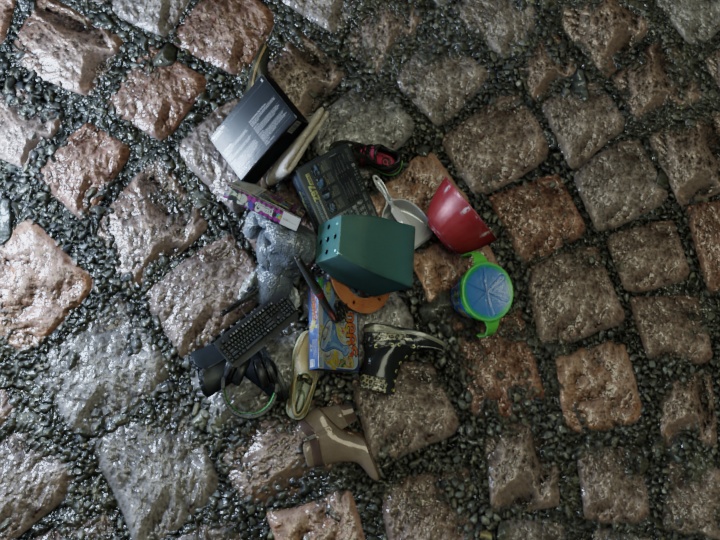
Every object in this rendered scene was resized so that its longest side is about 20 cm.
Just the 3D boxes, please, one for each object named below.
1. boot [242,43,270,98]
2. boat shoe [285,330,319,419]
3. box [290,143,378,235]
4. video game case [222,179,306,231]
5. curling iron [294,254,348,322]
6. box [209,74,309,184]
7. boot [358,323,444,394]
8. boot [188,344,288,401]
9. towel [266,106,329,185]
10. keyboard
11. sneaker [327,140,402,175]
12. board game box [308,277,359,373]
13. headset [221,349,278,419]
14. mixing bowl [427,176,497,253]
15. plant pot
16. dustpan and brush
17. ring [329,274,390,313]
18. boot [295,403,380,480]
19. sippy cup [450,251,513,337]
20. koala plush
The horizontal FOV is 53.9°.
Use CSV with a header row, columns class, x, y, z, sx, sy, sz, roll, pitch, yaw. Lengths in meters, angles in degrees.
class,x,y,z,sx,sy,sz,roll,pitch,yaw
boot,-0.218,-0.444,1.760,0.134,0.077,0.206,15,86,-12
boat shoe,-0.123,0.233,1.601,0.069,0.076,0.206,8,74,-9
box,-0.060,-0.177,1.695,0.156,0.051,0.204,-31,104,-24
video game case,-0.213,-0.153,1.620,0.177,0.200,0.037,25,99,-6
curling iron,-0.089,0.041,1.569,0.201,0.025,0.050,52,56,-29
box,-0.238,-0.327,1.657,0.200,0.079,0.142,-44,77,16
boot,0.093,0.215,1.660,0.197,0.073,0.159,12,78,-9
boot,-0.271,0.237,1.566,0.166,0.077,0.203,-29,78,-20
towel,-0.153,-0.299,1.700,0.034,0.132,0.203,36,70,-17
keyboard,-0.234,0.105,1.509,0.127,0.021,0.199,43,57,12
sneaker,0.014,-0.291,1.760,0.194,0.084,0.079,6,74,-11
board game box,-0.061,0.129,1.628,0.133,0.034,0.207,13,70,-46
headset,-0.233,0.214,1.514,0.120,0.094,0.207,6,76,-8
mixing bowl,0.232,-0.117,1.726,0.108,0.200,0.201,-40,87,9
plant pot,0.004,-0.043,1.586,0.196,0.140,0.146,17,69,-36
dustpan and brush,0.084,-0.144,1.748,0.138,0.057,0.202,-33,82,-22
ring,0.000,0.000,1.678,0.197,0.019,0.207,10,74,-39
boot,-0.055,0.401,1.585,0.143,0.070,0.204,-23,81,-10
sippy cup,0.280,0.058,1.702,0.137,0.130,0.182,26,76,-9
koala plush,-0.191,-0.006,1.609,0.174,0.183,0.205,18,99,-29
